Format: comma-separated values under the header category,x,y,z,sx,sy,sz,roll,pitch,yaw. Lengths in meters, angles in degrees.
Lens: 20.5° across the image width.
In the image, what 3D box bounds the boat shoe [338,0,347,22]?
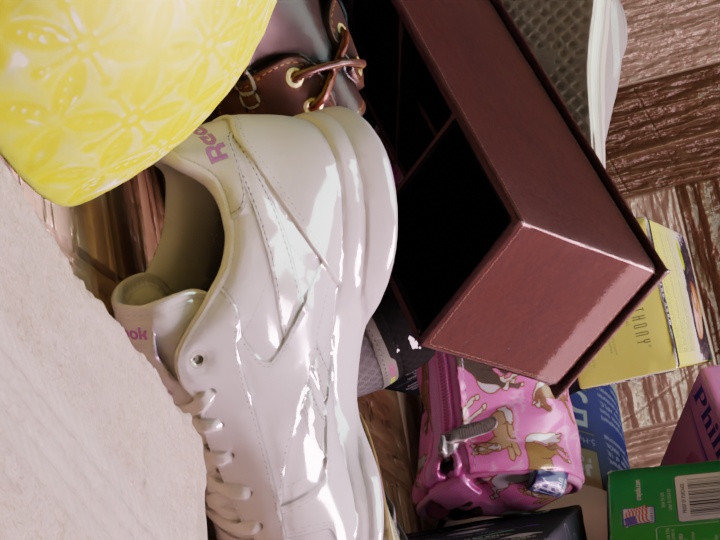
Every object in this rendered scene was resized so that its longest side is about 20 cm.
category,x,y,z,sx,sy,sz,roll,pitch,yaw
boat shoe,-0.049,-0.104,0.811,0.200,0.062,0.073,-19,97,-80

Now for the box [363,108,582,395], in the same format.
category,x,y,z,sx,sy,sz,roll,pitch,yaw
box,0.053,-0.033,1.084,0.141,0.079,0.201,15,57,-46

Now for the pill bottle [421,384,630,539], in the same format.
category,x,y,z,sx,sy,sz,roll,pitch,yaw
pill bottle,0.100,0.134,1.164,0.120,0.119,0.201,65,15,-47

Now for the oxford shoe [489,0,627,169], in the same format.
category,x,y,z,sx,sy,sz,roll,pitch,yaw
oxford shoe,0.081,-0.057,0.891,0.058,0.075,0.201,33,65,-66

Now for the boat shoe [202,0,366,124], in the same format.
category,x,y,z,sx,sy,sz,roll,pitch,yaw
boat shoe,-0.027,-0.066,0.724,0.070,0.070,0.200,-46,144,-34

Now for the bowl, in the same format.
category,x,y,z,sx,sy,sz,roll,pitch,yaw
bowl,-0.067,-0.129,0.548,0.200,0.107,0.201,-20,90,-84

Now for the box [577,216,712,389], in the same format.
category,x,y,z,sx,sy,sz,roll,pitch,yaw
box,0.140,0.017,1.008,0.200,0.050,0.076,1,77,-75

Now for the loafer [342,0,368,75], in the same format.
category,x,y,z,sx,sy,sz,roll,pitch,yaw
loafer,-0.017,-0.126,0.986,0.200,0.073,0.071,-92,164,-49

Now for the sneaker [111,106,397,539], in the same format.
category,x,y,z,sx,sy,sz,roll,pitch,yaw
sneaker,-0.043,0.045,0.672,0.075,0.099,0.201,8,-82,55

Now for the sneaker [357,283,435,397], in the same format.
category,x,y,z,sx,sy,sz,roll,pitch,yaw
sneaker,0.000,0.000,0.874,0.200,0.087,0.074,-82,156,-65

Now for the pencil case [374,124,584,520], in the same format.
category,x,y,z,sx,sy,sz,roll,pitch,yaw
pencil case,0.054,0.015,0.940,0.087,0.082,0.201,119,-33,-70

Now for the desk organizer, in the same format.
category,x,y,z,sx,sy,sz,roll,pitch,yaw
desk organizer,0.038,-0.050,0.814,0.077,0.072,0.200,18,32,-36

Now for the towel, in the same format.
category,x,y,z,sx,sy,sz,roll,pitch,yaw
towel,-0.083,0.050,0.502,0.200,0.034,0.133,63,15,-50

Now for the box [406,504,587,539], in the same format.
category,x,y,z,sx,sy,sz,roll,pitch,yaw
box,0.052,0.176,0.874,0.200,0.106,0.123,12,68,-80

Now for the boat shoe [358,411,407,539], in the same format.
category,x,y,z,sx,sy,sz,roll,pitch,yaw
boat shoe,-0.001,0.140,0.729,0.066,0.072,0.201,57,16,-48

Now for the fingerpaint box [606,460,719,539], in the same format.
category,x,y,z,sx,sy,sz,roll,pitch,yaw
fingerpaint box,0.152,0.206,0.886,0.200,0.073,0.167,-77,159,-65

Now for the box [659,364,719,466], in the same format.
category,x,y,z,sx,sy,sz,roll,pitch,yaw
box,0.229,0.177,1.086,0.200,0.096,0.176,103,-22,-48
